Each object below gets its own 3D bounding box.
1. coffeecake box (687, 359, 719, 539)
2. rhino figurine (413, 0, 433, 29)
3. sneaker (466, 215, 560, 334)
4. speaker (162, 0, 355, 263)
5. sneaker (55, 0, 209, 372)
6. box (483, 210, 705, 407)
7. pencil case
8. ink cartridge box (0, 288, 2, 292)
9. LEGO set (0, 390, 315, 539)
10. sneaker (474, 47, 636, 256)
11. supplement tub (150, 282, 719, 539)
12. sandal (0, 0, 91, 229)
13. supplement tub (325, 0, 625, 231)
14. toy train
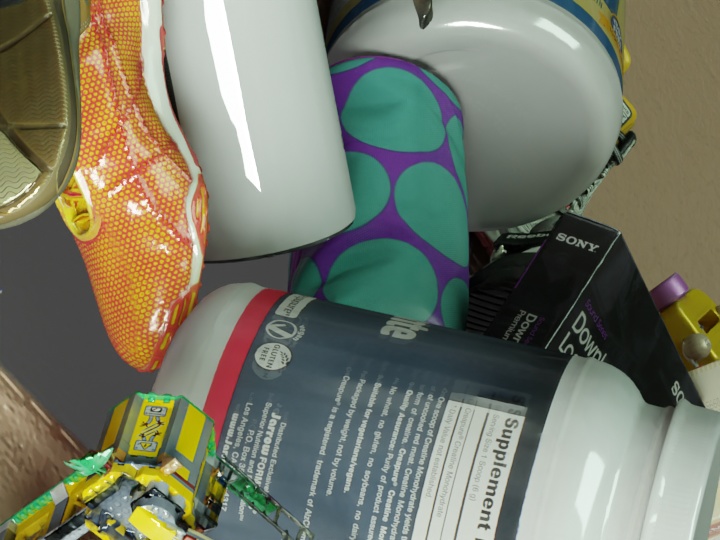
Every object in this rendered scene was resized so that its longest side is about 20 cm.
[{"bbox_3d":[0.167,0.114,1.343,0.200,0.153,0.073,20,52,-57],"label":"coffeecake box"},{"bbox_3d":[0.018,-0.168,1.237,0.060,0.087,0.200,59,-2,-37],"label":"rhino figurine"},{"bbox_3d":[0.082,0.008,1.278,0.200,0.074,0.089,81,24,-75],"label":"sneaker"},{"bbox_3d":[-0.057,-0.110,1.111,0.081,0.081,0.201,-41,124,-63],"label":"speaker"},{"bbox_3d":[-0.107,-0.057,1.044,0.077,0.073,0.201,-9,82,-29],"label":"sneaker"},{"bbox_3d":[0.069,0.095,1.156,0.200,0.036,0.143,-57,143,-20],"label":"box"},{"bbox_3d":[0.000,0.000,1.193,0.092,0.085,0.200,18,45,-15],"label":"pencil case"},{"bbox_3d":[-0.177,-0.085,0.981,0.095,0.037,0.201,-12,83,-64],"label":"ink cartridge box"},{"bbox_3d":[-0.059,0.151,0.896,0.200,0.153,0.116,49,31,-26],"label":"LEGO set"},{"bbox_3d":[0.099,-0.068,1.438,0.078,0.082,0.200,50,31,-31],"label":"sneaker"},{"bbox_3d":[0.024,0.090,1.004,0.140,0.199,0.141,12,90,-80],"label":"supplement tub"},{"bbox_3d":[-0.123,-0.096,0.975,0.054,0.080,0.201,54,27,-56],"label":"sandal"},{"bbox_3d":[0.058,-0.134,1.338,0.145,0.144,0.200,49,32,-34],"label":"supplement tub"},{"bbox_3d":[0.211,0.083,1.544,0.200,0.056,0.151,20,38,-54],"label":"toy train"}]
